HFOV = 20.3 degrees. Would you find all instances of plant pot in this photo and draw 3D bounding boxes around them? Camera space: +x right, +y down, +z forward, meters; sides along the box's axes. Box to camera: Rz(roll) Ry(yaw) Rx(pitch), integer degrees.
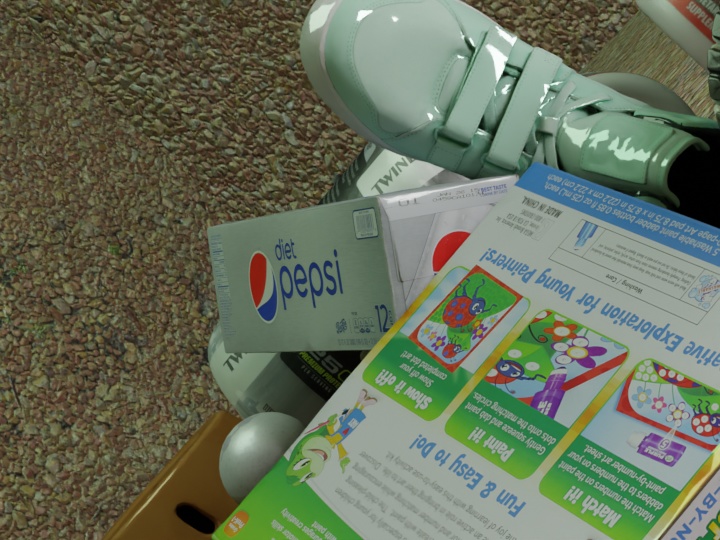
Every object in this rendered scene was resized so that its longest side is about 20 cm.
[{"bbox_3d":[-0.078,0.181,1.211,0.200,0.140,0.200,-49,3,4],"label":"plant pot"}]

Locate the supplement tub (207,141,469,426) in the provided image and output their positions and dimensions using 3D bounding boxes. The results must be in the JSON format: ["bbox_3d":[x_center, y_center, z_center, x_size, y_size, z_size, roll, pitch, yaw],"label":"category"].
[{"bbox_3d":[0.024,0.004,1.042,0.200,0.122,0.123,-50,2,17],"label":"supplement tub"}]

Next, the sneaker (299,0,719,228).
[{"bbox_3d":[0.078,-0.068,0.835,0.118,0.200,0.074,4,70,64],"label":"sneaker"}]

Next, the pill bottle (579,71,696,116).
[{"bbox_3d":[0.155,-0.069,1.290,0.116,0.116,0.200,-48,2,5],"label":"pill bottle"}]

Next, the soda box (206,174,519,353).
[{"bbox_3d":[0.000,0.000,0.888,0.068,0.064,0.200,-10,2,-24],"label":"soda box"}]

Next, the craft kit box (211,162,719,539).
[{"bbox_3d":[0.062,0.065,0.703,0.198,0.049,0.200,-46,30,-9],"label":"craft kit box"}]

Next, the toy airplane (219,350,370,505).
[{"bbox_3d":[-0.004,0.117,0.856,0.199,0.141,0.200,-45,3,40],"label":"toy airplane"}]

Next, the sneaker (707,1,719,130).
[{"bbox_3d":[0.210,-0.118,0.831,0.078,0.090,0.200,7,67,42],"label":"sneaker"}]

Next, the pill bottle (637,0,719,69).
[{"bbox_3d":[0.263,-0.193,1.145,0.200,0.116,0.116,-48,2,12],"label":"pill bottle"}]
